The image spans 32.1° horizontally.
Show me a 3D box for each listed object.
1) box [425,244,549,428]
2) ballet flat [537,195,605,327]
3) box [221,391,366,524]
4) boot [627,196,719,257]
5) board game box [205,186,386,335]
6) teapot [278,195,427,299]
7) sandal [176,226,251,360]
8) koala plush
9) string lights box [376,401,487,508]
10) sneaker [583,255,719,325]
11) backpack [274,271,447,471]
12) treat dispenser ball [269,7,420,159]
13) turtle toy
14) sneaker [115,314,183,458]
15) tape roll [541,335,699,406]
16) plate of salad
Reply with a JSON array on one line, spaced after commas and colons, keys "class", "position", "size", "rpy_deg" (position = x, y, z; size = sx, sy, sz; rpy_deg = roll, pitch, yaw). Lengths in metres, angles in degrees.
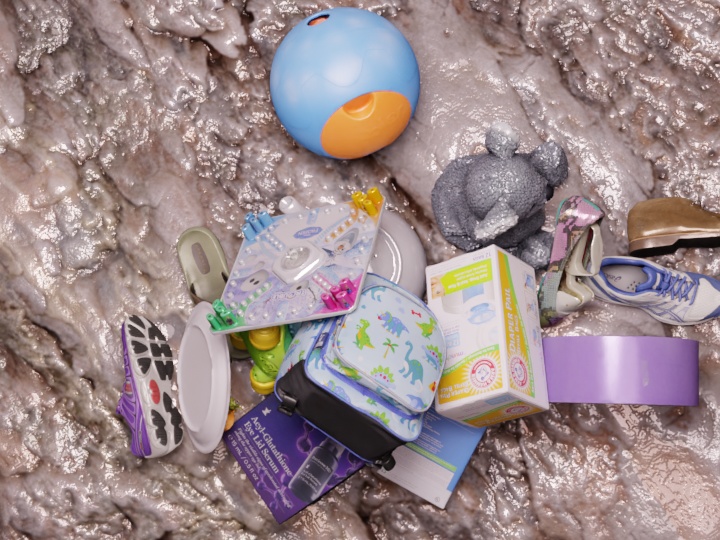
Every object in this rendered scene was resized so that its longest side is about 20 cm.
[{"class": "box", "position": [0.160, 0.086, 1.595], "size": [0.112, 0.101, 0.200], "rpy_deg": [-19, 61, 33]}, {"class": "ballet flat", "position": [0.279, 0.000, 1.644], "size": [0.071, 0.069, 0.200], "rpy_deg": [31, 125, 35]}, {"class": "box", "position": [-0.056, 0.211, 1.640], "size": [0.200, 0.104, 0.148], "rpy_deg": [-39, 81, 22]}, {"class": "boot", "position": [0.459, -0.068, 1.686], "size": [0.200, 0.074, 0.076], "rpy_deg": [-5, 74, 6]}, {"class": "board game box", "position": [-0.079, -0.015, 1.533], "size": [0.200, 0.026, 0.200], "rpy_deg": [-10, 41, 25]}, {"class": "teapot", "position": [0.000, 0.000, 1.670], "size": [0.200, 0.146, 0.198], "rpy_deg": [-3, 84, 3]}, {"class": "sandal", "position": [-0.201, 0.034, 1.724], "size": [0.080, 0.057, 0.201], "rpy_deg": [-29, 85, 1]}, {"class": "koala plush", "position": [0.181, -0.099, 1.640], "size": [0.184, 0.200, 0.178], "rpy_deg": [7, 85, 5]}, {"class": "string lights box", "position": [0.114, 0.206, 1.683], "size": [0.103, 0.059, 0.200], "rpy_deg": [29, 86, 7]}, {"class": "sneaker", "position": [0.396, 0.026, 1.668], "size": [0.200, 0.088, 0.075], "rpy_deg": [9, 83, 4]}, {"class": "backpack", "position": [0.016, 0.102, 1.514], "size": [0.183, 0.147, 0.200], "rpy_deg": [34, 45, -15]}, {"class": "treat dispenser ball", "position": [-0.021, -0.249, 1.670], "size": [0.201, 0.201, 0.201], "rpy_deg": [0, 84, 4]}, {"class": "turtle toy", "position": [-0.119, 0.055, 1.640], "size": [0.101, 0.146, 0.200], "rpy_deg": [-18, 57, -17]}, {"class": "sneaker", "position": [-0.306, 0.159, 1.712], "size": [0.083, 0.081, 0.200], "rpy_deg": [-20, 71, 29]}, {"class": "tape roll", "position": [0.331, 0.130, 1.604], "size": [0.200, 0.200, 0.085], "rpy_deg": [1, 85, 4]}, {"class": "plate of salad", "position": [-0.199, 0.141, 1.660], "size": [0.048, 0.200, 0.200], "rpy_deg": [1, 83, -26]}]
